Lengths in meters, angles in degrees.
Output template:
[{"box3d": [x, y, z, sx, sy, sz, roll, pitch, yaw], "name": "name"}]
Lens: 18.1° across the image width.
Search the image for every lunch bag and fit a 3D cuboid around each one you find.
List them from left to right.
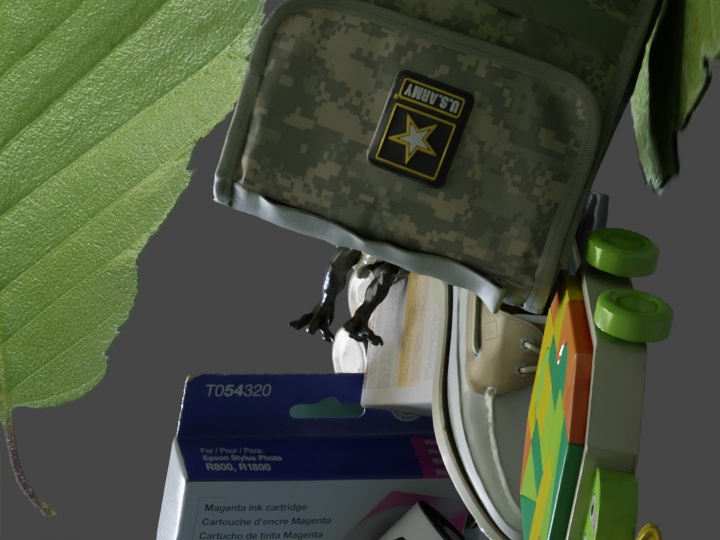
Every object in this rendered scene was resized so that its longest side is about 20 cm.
[{"box3d": [0.040, -0.086, 1.051, 0.118, 0.164, 0.200, 100, -168, -56], "name": "lunch bag"}]

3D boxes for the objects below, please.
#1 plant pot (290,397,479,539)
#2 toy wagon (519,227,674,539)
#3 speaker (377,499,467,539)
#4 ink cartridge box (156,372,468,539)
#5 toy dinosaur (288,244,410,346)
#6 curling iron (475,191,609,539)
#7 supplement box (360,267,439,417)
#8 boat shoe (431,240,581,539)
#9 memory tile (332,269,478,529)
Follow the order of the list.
[{"box3d": [-0.007, 0.197, 1.577, 0.161, 0.200, 0.201, -113, 30, -66], "name": "plant pot"}, {"box3d": [0.099, 0.078, 0.969, 0.200, 0.040, 0.155, -84, 3, -68], "name": "toy wagon"}, {"box3d": [-0.008, 0.239, 1.399, 0.200, 0.081, 0.081, -43, 5, 4], "name": "speaker"}, {"box3d": [-0.029, 0.160, 1.421, 0.043, 0.196, 0.200, -127, 43, -55], "name": "ink cartridge box"}, {"box3d": [0.000, 0.000, 1.352, 0.088, 0.047, 0.200, -68, 9, -13], "name": "toy dinosaur"}, {"box3d": [0.098, 0.055, 1.192, 0.050, 0.026, 0.200, 25, 104, 52], "name": "curling iron"}, {"box3d": [0.065, 0.023, 1.319, 0.200, 0.073, 0.126, 167, 112, -76], "name": "supplement box"}, {"box3d": [0.081, 0.043, 1.135, 0.068, 0.075, 0.200, -38, 54, 47], "name": "boat shoe"}, {"box3d": [0.045, 0.061, 1.496, 0.200, 0.017, 0.153, 50, 137, 43], "name": "memory tile"}]
